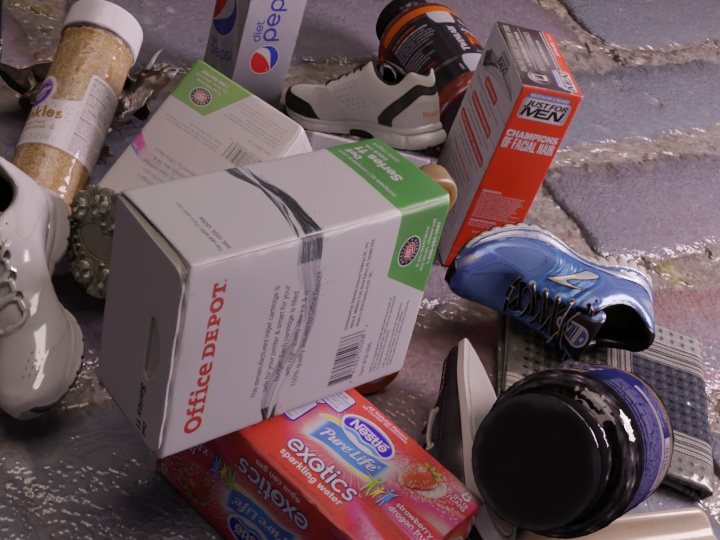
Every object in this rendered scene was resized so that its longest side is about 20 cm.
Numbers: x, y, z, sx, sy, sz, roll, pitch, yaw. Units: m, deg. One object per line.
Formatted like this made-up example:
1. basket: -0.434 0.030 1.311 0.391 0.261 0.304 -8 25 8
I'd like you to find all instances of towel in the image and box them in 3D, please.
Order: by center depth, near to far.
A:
1. towel: 0.208 0.098 1.009 0.198 0.035 0.194 20 40 -5

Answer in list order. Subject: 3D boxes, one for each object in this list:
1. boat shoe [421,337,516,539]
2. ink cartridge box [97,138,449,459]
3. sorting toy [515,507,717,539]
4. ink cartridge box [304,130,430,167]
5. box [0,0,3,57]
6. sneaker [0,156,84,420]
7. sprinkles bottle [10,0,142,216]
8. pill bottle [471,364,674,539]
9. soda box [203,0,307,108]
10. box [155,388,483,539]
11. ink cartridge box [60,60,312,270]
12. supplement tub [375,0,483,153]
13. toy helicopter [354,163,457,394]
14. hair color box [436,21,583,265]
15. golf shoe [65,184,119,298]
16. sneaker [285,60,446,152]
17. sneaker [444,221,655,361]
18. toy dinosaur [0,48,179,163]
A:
1. boat shoe: 0.073 0.131 0.870 0.074 0.060 0.201 52 23 -34
2. ink cartridge box: -0.055 0.012 0.725 0.198 0.148 0.083 -16 45 -38
3. sorting toy: 0.223 0.253 0.812 0.183 0.037 0.201 0 42 -26
4. ink cartridge box: -0.011 -0.097 1.100 0.108 0.051 0.200 13 5 -11
5. box: -0.351 -0.112 0.849 0.162 0.202 0.087 5 38 -20
6. sneaker: -0.247 0.010 0.815 0.074 0.087 0.202 -21 58 6
7. sprinkles bottle: -0.240 -0.128 0.970 0.067 0.068 0.202 16 63 -6
8. pill bottle: 0.149 0.124 0.812 0.112 0.113 0.200 38 12 21
9. soda box: -0.101 -0.256 1.148 0.068 0.201 0.064 -11 47 -33
10. box: -0.031 0.142 0.776 0.199 0.096 0.099 38 41 22
11. ink cartridge box: -0.142 -0.053 0.943 0.117 0.067 0.201 34 78 17
12. supplement tub: 0.085 -0.220 1.271 0.106 0.108 0.201 -3 43 -28
13. toy helicopter: 0.000 0.000 0.881 0.131 0.201 0.079 11 34 -41
14. hair color box: 0.126 -0.111 1.078 0.063 0.201 0.112 8 39 -16
15. golf shoe: -0.140 -0.007 0.858 0.199 0.079 0.097 23 10 39
16. sneaker: 0.004 -0.174 1.159 0.198 0.081 0.073 14 27 37
17. sneaker: 0.167 0.023 0.984 0.197 0.079 0.090 12 38 -14
18. toy dinosaur: -0.265 -0.156 1.070 0.197 0.078 0.103 2 29 -16
